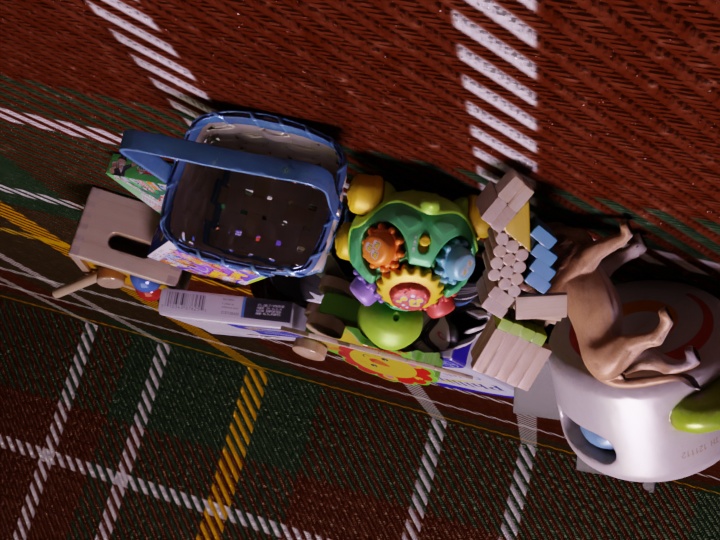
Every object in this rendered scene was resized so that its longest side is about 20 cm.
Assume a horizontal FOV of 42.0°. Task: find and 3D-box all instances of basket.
[{"bbox_3d":[-0.099,-0.071,0.816,0.173,0.141,0.200,13,175,9],"label":"basket"}]

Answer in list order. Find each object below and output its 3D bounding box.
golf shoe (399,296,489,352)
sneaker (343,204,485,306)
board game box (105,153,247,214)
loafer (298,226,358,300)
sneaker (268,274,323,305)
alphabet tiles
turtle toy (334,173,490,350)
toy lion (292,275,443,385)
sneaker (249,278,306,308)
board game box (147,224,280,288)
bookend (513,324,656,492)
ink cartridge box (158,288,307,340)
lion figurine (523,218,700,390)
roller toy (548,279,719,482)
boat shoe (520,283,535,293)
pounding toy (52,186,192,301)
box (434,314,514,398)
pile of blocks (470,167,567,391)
[{"bbox_3d":[0.120,0.060,1.113,0.091,0.074,0.199,6,-165,33],"label":"golf shoe"},{"bbox_3d":[0.064,-0.027,1.000,0.198,0.072,0.082,27,141,-29],"label":"sneaker"},{"bbox_3d":[-0.206,-0.083,1.163,0.133,0.030,0.200,13,167,21],"label":"board game box"},{"bbox_3d":[0.000,0.000,1.144,0.069,0.076,0.199,9,166,47],"label":"loafer"},{"bbox_3d":[-0.051,0.024,1.356,0.199,0.081,0.086,32,174,-25],"label":"sneaker"},{"bbox_3d":[0.017,0.090,1.022,0.197,0.006,0.166,17,175,-22],"label":"alphabet tiles"},{"bbox_3d":[0.044,0.000,0.900,0.143,0.102,0.201,10,145,-6],"label":"turtle toy"},{"bbox_3d":[0.018,0.092,1.177,0.189,0.070,0.200,21,160,-4],"label":"toy lion"},{"bbox_3d":[-0.076,0.049,1.448,0.197,0.079,0.082,18,169,-4],"label":"sneaker"},{"bbox_3d":[-0.188,-0.028,1.203,0.133,0.045,0.200,21,166,-19],"label":"board game box"},{"bbox_3d":[0.272,0.155,1.141,0.195,0.093,0.202,6,128,14],"label":"bookend"},{"bbox_3d":[-0.160,0.068,1.349,0.194,0.048,0.200,4,173,13],"label":"ink cartridge box"},{"bbox_3d":[0.213,0.035,0.842,0.122,0.203,0.072,-30,152,25],"label":"lion figurine"},{"bbox_3d":[0.285,0.110,0.934,0.180,0.201,0.141,-4,121,23],"label":"roller toy"},{"bbox_3d":[0.178,0.030,1.006,0.068,0.071,0.200,60,178,11],"label":"boat shoe"},{"bbox_3d":[-0.349,-0.016,1.368,0.197,0.144,0.184,17,167,-4],"label":"pounding toy"},{"bbox_3d":[0.135,0.099,1.325,0.199,0.107,0.182,27,164,-40],"label":"box"},{"bbox_3d":[0.140,0.003,0.832,0.081,0.203,0.062,0,-156,0],"label":"pile of blocks"}]
